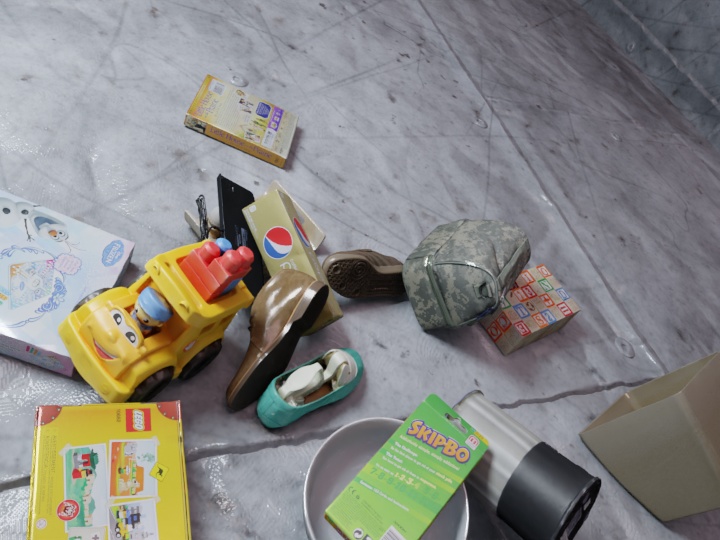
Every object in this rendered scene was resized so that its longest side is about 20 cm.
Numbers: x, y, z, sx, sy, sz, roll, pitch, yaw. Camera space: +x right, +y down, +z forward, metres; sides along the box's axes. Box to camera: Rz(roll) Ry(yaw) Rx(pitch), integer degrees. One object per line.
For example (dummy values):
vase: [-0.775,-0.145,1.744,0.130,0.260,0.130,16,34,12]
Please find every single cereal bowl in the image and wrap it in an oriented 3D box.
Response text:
cereal bowl: [0.026,0.285,0.727,0.193,0.084,0.205,4,52,-5]

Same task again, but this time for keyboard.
keyboard: [-0.191,-0.050,0.881,0.126,0.020,0.205,28,43,-49]

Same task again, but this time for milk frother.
milk frother: [0.165,0.299,0.772,0.198,0.184,0.186,-34,47,-28]

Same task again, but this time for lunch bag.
lunch bag: [0.184,0.001,1.023,0.199,0.164,0.143,-40,111,-49]

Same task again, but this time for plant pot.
plant pot: [0.513,0.278,0.991,0.196,0.200,0.180,-17,73,-41]

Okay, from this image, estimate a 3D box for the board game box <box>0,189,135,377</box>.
board game box: [-0.410,0.008,0.761,0.194,0.044,0.203,22,42,-13]

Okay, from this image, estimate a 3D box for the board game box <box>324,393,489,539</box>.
board game box: [0.058,0.237,0.700,0.095,0.030,0.199,38,58,19]

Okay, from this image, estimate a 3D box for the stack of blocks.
stack of blocks: [0.306,0.069,1.143,0.196,0.059,0.116,-15,60,-40]

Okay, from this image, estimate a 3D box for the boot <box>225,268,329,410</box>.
boot: [-0.124,0.088,0.815,0.074,0.074,0.202,28,70,18]

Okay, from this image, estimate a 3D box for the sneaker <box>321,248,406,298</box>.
sneaker: [0.000,0.000,1.005,0.197,0.072,0.075,13,21,-46]

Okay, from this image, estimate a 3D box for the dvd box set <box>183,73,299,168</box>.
dvd box set: [-0.220,-0.285,1.166,0.195,0.030,0.149,22,43,-14]

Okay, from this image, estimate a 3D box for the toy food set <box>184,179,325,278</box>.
toy food set: [-0.163,-0.069,0.977,0.144,0.061,0.198,46,43,15]

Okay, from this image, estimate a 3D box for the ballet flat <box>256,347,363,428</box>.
ballet flat: [-0.053,0.147,0.835,0.197,0.071,0.068,-24,67,-44]

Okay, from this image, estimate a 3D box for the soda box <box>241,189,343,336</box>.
soda box: [-0.098,-0.009,0.896,0.204,0.063,0.068,64,8,7]

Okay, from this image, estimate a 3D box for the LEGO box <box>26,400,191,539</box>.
LEGO box: [-0.252,0.241,0.616,0.145,0.078,0.204,5,48,-28]

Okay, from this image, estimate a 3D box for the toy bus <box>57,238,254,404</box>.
toy bus: [-0.216,0.039,0.719,0.137,0.191,0.199,51,26,5]
